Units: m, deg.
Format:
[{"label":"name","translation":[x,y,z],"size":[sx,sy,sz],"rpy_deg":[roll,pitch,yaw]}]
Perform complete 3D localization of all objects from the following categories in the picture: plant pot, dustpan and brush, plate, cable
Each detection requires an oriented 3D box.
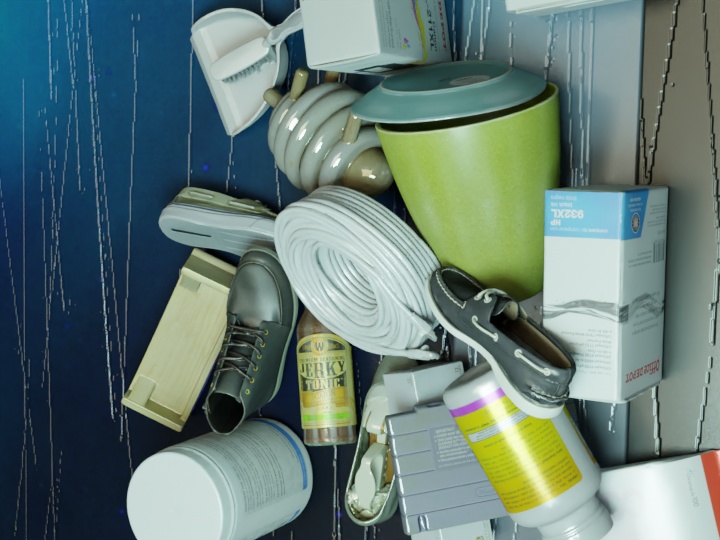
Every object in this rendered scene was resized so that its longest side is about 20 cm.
[{"label":"plant pot","translation":[0.125,-0.071,1.488],"size":[0.186,0.187,0.201],"rpy_deg":[-3,109,28]},{"label":"dustpan and brush","translation":[-0.111,-0.251,1.646],"size":[0.199,0.057,0.140],"rpy_deg":[-25,83,27]},{"label":"plate","translation":[0.087,-0.185,1.470],"size":[0.199,0.200,0.026],"rpy_deg":[1,110,28]},{"label":"cable","translation":[0.000,0.000,1.529],"size":[0.200,0.069,0.200],"rpy_deg":[-3,124,55]}]

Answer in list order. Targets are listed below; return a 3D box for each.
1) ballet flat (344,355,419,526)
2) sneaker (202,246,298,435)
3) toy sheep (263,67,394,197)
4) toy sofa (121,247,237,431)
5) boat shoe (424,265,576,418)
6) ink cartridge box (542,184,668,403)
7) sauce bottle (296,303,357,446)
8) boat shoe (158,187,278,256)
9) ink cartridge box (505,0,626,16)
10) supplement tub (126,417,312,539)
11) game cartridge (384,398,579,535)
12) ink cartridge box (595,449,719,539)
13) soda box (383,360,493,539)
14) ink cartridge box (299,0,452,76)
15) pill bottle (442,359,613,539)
[{"label":"ballet flat","translation":[0.025,0.188,1.613],"size":[0.067,0.064,0.201],"rpy_deg":[14,101,26]},{"label":"sneaker","translation":[-0.122,0.080,1.605],"size":[0.074,0.106,0.201],"rpy_deg":[11,116,14]},{"label":"toy sheep","translation":[-0.035,-0.146,1.580],"size":[0.200,0.138,0.138],"rpy_deg":[44,113,33]},{"label":"toy sofa","translation":[-0.200,0.078,1.722],"size":[0.083,0.098,0.201],"rpy_deg":[26,108,-2]},{"label":"boat shoe","translation":[0.133,0.053,1.395],"size":[0.200,0.074,0.061],"rpy_deg":[53,135,38]},{"label":"ink cartridge box","translation":[0.242,0.018,1.437],"size":[0.083,0.145,0.201],"rpy_deg":[3,96,28]},{"label":"sauce bottle","translation":[-0.041,0.095,1.638],"size":[0.064,0.065,0.201],"rpy_deg":[-7,86,28]},{"label":"boat shoe","translation":[-0.134,-0.055,1.674],"size":[0.199,0.072,0.062],"rpy_deg":[14,57,15]},{"label":"ink cartridge box","translation":[0.214,-0.362,1.451],"size":[0.144,0.085,0.201],"rpy_deg":[-5,91,28]},{"label":"supplement tub","translation":[-0.152,0.245,1.635],"size":[0.131,0.200,0.133],"rpy_deg":[3,96,27]},{"label":"game cartridge","translation":[0.132,0.192,1.520],"size":[0.199,0.038,0.130],"rpy_deg":[-9,86,-7]},{"label":"ink cartridge box","translation":[0.337,0.266,1.467],"size":[0.199,0.057,0.163],"rpy_deg":[-15,87,33]},{"label":"soda box","translation":[0.083,0.202,1.571],"size":[0.064,0.068,0.201],"rpy_deg":[-11,89,60]},{"label":"ink cartridge box","translation":[0.015,-0.281,1.499],"size":[0.082,0.200,0.147],"rpy_deg":[-7,92,25]},{"label":"pill bottle","translation":[0.172,0.183,1.457],"size":[0.104,0.104,0.201],"rpy_deg":[-29,92,27]}]
